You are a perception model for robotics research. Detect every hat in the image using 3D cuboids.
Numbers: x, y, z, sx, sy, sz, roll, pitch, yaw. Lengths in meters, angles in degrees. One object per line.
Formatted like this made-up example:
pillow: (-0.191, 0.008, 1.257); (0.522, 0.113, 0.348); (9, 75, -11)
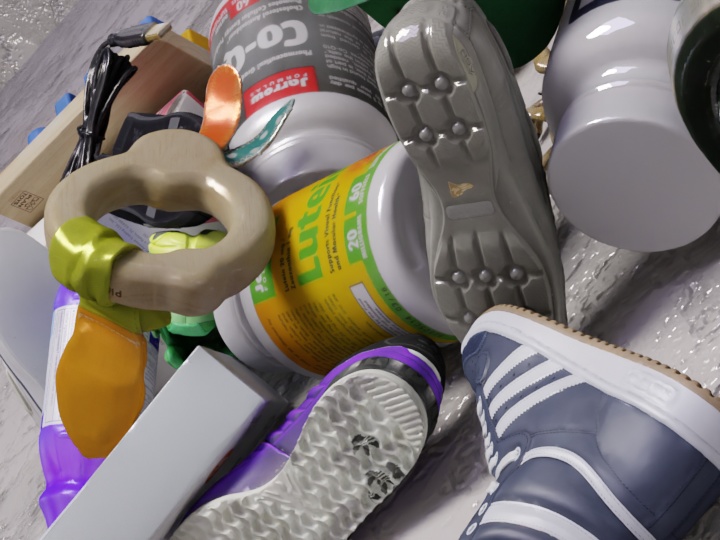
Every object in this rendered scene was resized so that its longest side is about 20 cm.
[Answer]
hat: (0.082, -0.111, 0.909); (0.165, 0.176, 0.200); (-28, 18, 7)

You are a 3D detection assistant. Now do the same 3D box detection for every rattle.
rattle: (-0.100, -0.009, 0.992); (0.130, 0.143, 0.200); (-4, 31, 12)

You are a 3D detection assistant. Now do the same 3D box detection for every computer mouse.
computer mouse: (-0.126, -0.092, 1.121); (0.200, 0.046, 0.141); (3, 79, 54)

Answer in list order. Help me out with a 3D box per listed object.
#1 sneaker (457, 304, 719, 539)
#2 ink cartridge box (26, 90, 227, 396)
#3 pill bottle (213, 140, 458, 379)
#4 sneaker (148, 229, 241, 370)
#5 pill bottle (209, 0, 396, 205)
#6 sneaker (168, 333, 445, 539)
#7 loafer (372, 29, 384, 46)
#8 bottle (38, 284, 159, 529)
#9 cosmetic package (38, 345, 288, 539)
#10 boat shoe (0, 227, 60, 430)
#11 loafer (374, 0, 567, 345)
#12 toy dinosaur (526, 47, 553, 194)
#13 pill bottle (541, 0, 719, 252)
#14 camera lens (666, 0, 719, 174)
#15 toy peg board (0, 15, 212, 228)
sneaker: (0.073, 0.083, 0.740); (0.109, 0.070, 0.200); (-51, 23, -9)
ink cartridge box: (-0.147, -0.011, 1.259); (0.200, 0.146, 0.083); (-36, 23, 32)
pill bottle: (0.000, 0.000, 0.980); (0.200, 0.111, 0.111); (-22, 34, 52)
sneaker: (-0.108, 0.030, 1.135); (0.200, 0.074, 0.084); (74, -161, -76)
pill bottle: (-0.036, -0.098, 1.152); (0.114, 0.114, 0.201); (-40, 39, 26)
sneaker: (-0.020, 0.103, 0.920); (0.200, 0.070, 0.100); (-43, 6, 32)
loafer: (0.050, -0.142, 1.226); (0.200, 0.063, 0.072); (-23, 63, 59)
bottle: (-0.173, 0.106, 1.144); (0.065, 0.084, 0.201); (-4, 68, 16)
cosmetic package: (-0.111, 0.118, 0.992); (0.151, 0.052, 0.200); (-53, -4, -2)
boat shoe: (-0.216, 0.066, 1.222); (0.072, 0.200, 0.066); (-36, 4, -36)
loafer: (0.061, -0.039, 0.825); (0.070, 0.201, 0.070); (-1, 31, 26)
toy dinosaur: (0.130, -0.111, 1.011); (0.101, 0.058, 0.201); (-7, 53, 42)
pill bottle: (0.150, -0.106, 0.850); (0.111, 0.111, 0.200); (-31, 27, 42)
camera lens: (0.217, -0.116, 0.653); (0.160, 0.160, 0.200); (-18, 37, 56)
toy peg board: (-0.155, -0.108, 1.339); (0.200, 0.199, 0.098); (-41, 47, 25)
